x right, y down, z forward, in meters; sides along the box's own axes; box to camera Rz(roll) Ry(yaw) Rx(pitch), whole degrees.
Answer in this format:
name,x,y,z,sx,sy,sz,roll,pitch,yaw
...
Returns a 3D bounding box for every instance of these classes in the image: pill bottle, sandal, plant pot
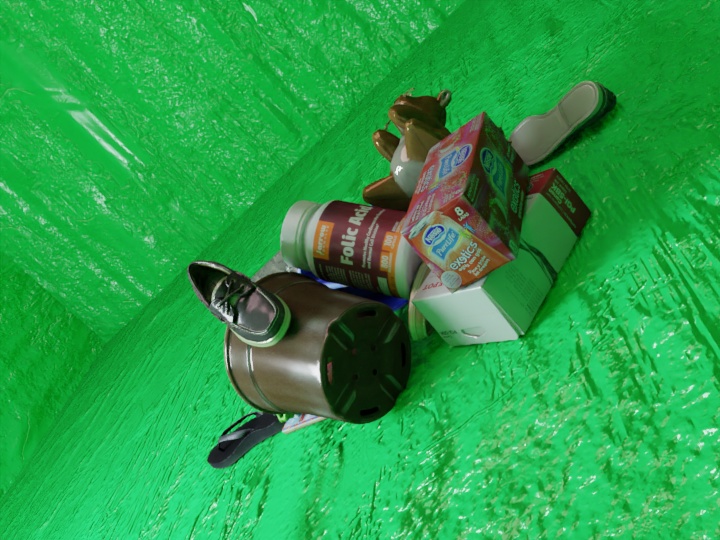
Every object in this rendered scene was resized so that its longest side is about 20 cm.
name,x,y,z,sx,sy,sz,roll,pitch,yaw
pill bottle,-0.005,-0.034,1.065,0.196,0.116,0.115,12,49,25
sandal,-0.185,0.258,1.263,0.199,0.043,0.077,-37,18,28
plant pot,-0.047,0.108,1.022,0.196,0.201,0.201,5,51,51

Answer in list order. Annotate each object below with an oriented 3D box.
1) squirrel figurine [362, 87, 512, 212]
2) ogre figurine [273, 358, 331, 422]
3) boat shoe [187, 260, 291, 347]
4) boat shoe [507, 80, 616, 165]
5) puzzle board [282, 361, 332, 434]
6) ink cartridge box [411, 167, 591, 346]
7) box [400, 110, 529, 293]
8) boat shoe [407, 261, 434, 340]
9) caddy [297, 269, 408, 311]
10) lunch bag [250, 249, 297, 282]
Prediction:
name,x,y,z,sx,sy,sz,roll,pitch,yaw
squirrel figurine,0.113,-0.173,1.109,0.188,0.196,0.143,-83,15,-51
ogre figurine,-0.103,0.118,1.196,0.201,0.120,0.098,-50,18,-18
boat shoe,-0.165,0.038,0.993,0.200,0.066,0.073,27,82,48
boat shoe,0.302,-0.215,1.172,0.061,0.074,0.199,-4,-20,-35
puzzle board,-0.039,0.154,1.195,0.150,0.017,0.202,-31,23,43
ink cartridge box,0.172,-0.015,0.950,0.201,0.083,0.146,-54,19,-27
box,0.127,-0.084,0.900,0.095,0.100,0.201,-31,22,34
boat shoe,0.120,0.011,1.036,0.064,0.073,0.202,11,51,24
caddy,0.000,0.000,1.194,0.196,0.144,0.105,-15,16,7
lunch bag,-0.116,0.072,1.375,0.199,0.138,0.170,-39,46,27
